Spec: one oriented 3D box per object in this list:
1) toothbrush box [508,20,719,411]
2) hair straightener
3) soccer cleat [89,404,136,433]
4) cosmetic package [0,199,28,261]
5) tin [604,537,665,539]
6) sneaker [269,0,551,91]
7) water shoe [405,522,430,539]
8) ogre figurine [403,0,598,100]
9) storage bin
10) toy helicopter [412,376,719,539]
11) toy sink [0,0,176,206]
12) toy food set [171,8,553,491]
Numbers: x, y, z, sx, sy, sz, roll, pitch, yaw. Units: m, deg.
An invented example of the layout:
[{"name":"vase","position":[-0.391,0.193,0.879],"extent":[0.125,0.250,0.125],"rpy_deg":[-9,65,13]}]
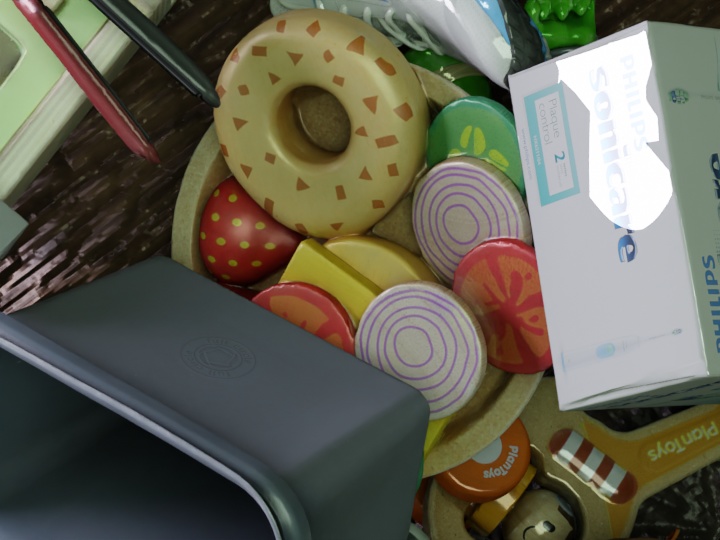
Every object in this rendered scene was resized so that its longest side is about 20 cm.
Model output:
[{"name":"toothbrush box","position":[0.169,-0.020,0.971],"extent":[0.199,0.085,0.147],"rpy_deg":[0,78,-43]},{"name":"hair straightener","position":[-0.125,-0.144,0.958],"extent":[0.077,0.041,0.200],"rpy_deg":[-40,91,-2]},{"name":"soccer cleat","position":[-0.121,0.078,1.058],"extent":[0.199,0.069,0.086],"rpy_deg":[22,93,-1]},{"name":"cosmetic package","position":[-0.255,-0.001,0.992],"extent":[0.151,0.052,0.200],"rpy_deg":[40,129,-6]},{"name":"tin","position":[0.118,0.217,0.990],"extent":[0.111,0.042,0.201],"rpy_deg":[7,78,-7]},{"name":"sneaker","position":[0.008,-0.125,1.024],"extent":[0.087,0.200,0.075],"rpy_deg":[-44,139,0]},{"name":"water shoe","position":[0.014,0.211,0.999],"extent":[0.071,0.079,0.201],"rpy_deg":[-6,80,5]},{"name":"ogre figurine","position":[0.034,-0.041,1.055],"extent":[0.199,0.098,0.120],"rpy_deg":[-22,82,-16]},{"name":"storage bin","position":[-0.073,0.086,0.949],"extent":[0.199,0.134,0.146],"rpy_deg":[27,125,28]},{"name":"toy helicopter","position":[0.125,0.106,1.072],"extent":[0.199,0.079,0.133],"rpy_deg":[-22,75,-19]},{"name":"toy sink","position":[-0.161,-0.130,1.025],"extent":[0.130,0.112,0.200],"rpy_deg":[40,87,-5]},{"name":"toy food set","position":[0.000,0.000,0.998],"extent":[0.198,0.049,0.201],"rpy_deg":[35,112,16]}]
